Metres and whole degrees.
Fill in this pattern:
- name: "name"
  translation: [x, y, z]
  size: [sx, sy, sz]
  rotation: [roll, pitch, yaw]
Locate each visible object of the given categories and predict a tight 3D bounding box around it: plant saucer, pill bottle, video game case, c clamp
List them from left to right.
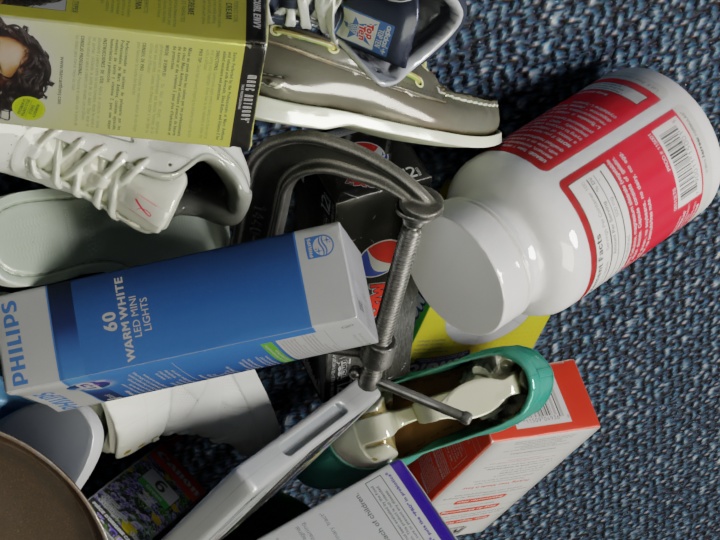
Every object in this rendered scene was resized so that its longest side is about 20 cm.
- name: "plant saucer"
  translation: [-0.240, 0.178, 1.099]
  size: [0.200, 0.200, 0.032]
  rotation: [-46, -176, 20]
- name: "video game case"
  translation: [-0.090, 0.161, 1.190]
  size: [0.200, 0.023, 0.182]
  rotation: [-46, 173, 29]
- name: "c clamp"
  translation: [0.000, 0.000, 1.102]
  size: [0.171, 0.027, 0.200]
  rotation: [15, 134, 8]
- name: "pill bottle"
  translation: [0.128, -0.042, 1.145]
  size: [0.200, 0.112, 0.112]
  rotation: [-32, 148, -31]

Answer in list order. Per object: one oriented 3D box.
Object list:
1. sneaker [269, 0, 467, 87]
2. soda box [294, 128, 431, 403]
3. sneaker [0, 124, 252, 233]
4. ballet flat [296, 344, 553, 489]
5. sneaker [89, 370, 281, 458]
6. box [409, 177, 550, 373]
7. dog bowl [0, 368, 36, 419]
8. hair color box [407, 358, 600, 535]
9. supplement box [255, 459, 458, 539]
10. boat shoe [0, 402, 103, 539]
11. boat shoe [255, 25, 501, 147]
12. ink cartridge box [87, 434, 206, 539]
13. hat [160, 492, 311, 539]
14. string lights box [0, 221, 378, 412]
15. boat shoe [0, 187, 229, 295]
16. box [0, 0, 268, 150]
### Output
- name: "sneaker"
  translation: [-0.038, -0.148, 0.959]
  size: [0.200, 0.109, 0.070]
  rotation: [-11, 139, -24]
- name: "soda box"
  translation: [-0.003, -0.005, 1.188]
  size: [0.071, 0.063, 0.200]
  rotation: [-17, 142, -19]
- name: "sneaker"
  translation: [-0.139, -0.066, 0.994]
  size: [0.200, 0.099, 0.078]
  rotation: [3, 133, -36]
- name: "ballet flat"
  translation: [0.037, 0.099, 1.252]
  size: [0.200, 0.067, 0.070]
  rotation: [-21, 171, 7]
- name: "sneaker"
  translation: [-0.125, 0.086, 1.190]
  size: [0.115, 0.074, 0.200]
  rotation: [-33, 146, -8]
- name: "box"
  translation: [0.082, 0.019, 1.287]
  size: [0.117, 0.048, 0.200]
  rotation: [-4, 139, -29]
- name: "dog bowl"
  translation: [-0.258, 0.096, 1.146]
  size: [0.200, 0.050, 0.112]
  rotation: [15, 125, -43]
- name: "hair color box"
  translation: [0.088, 0.143, 1.383]
  size: [0.101, 0.061, 0.200]
  rotation: [-5, 152, -30]
- name: "supplement box"
  translation: [-0.035, 0.231, 1.230]
  size: [0.200, 0.103, 0.101]
  rotation: [-28, 161, -22]
- name: "boat shoe"
  translation: [-0.223, 0.154, 1.147]
  size: [0.200, 0.070, 0.066]
  rotation: [-49, 161, 18]
- name: "boat shoe"
  translation: [0.008, -0.109, 1.066]
  size: [0.201, 0.072, 0.060]
  rotation: [5, 96, -37]
- name: "ink cartridge box"
  translation: [-0.164, 0.176, 1.215]
  size: [0.109, 0.050, 0.200]
  rotation: [-45, 177, 19]
- name: "hat"
  translation: [-0.076, 0.275, 1.381]
  size: [0.200, 0.166, 0.176]
  rotation: [-23, 143, -8]
- name: "string lights box"
  translation: [-0.097, 0.030, 1.027]
  size: [0.200, 0.059, 0.103]
  rotation: [-12, 169, 4]
- name: "boat shoe"
  translation: [-0.163, -0.021, 1.067]
  size: [0.060, 0.076, 0.200]
  rotation: [-7, 174, 40]
- name: "box"
  translation: [-0.149, -0.113, 0.918]
  size: [0.200, 0.050, 0.075]
  rotation: [4, 135, -8]
